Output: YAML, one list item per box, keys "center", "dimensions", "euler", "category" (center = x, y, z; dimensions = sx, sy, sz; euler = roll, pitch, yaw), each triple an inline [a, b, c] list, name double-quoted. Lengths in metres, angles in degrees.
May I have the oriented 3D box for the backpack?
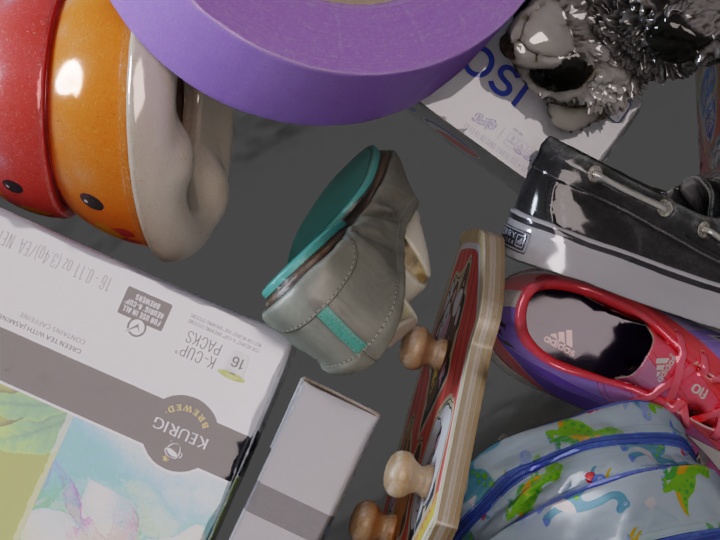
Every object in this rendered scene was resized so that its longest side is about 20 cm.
- center: [0.100, 0.138, 1.235]
  dimensions: [0.163, 0.200, 0.154]
  euler: [-12, 87, -3]
  category: "backpack"

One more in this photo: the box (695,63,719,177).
- center: [0.258, -0.097, 1.310]
  dimensions: [0.199, 0.095, 0.100]
  euler: [-2, 85, -1]
  category: "box"

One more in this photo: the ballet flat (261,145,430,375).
- center: [0.000, 0.000, 1.253]
  dimensions: [0.064, 0.200, 0.067]
  euler: [44, 107, -6]
  category: "ballet flat"

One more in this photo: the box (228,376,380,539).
- center: [-0.051, 0.147, 1.253]
  dimensions: [0.041, 0.156, 0.200]
  euler: [26, 85, 1]
  category: "box"

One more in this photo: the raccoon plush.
- center: [0.159, -0.110, 1.240]
  dimensions: [0.199, 0.134, 0.097]
  euler: [6, 70, -17]
  category: "raccoon plush"

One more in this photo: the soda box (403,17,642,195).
- center: [0.032, -0.108, 1.317]
  dimensions: [0.200, 0.068, 0.064]
  euler: [36, 87, 1]
  category: "soda box"

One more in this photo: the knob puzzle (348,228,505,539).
- center: [0.025, 0.065, 1.250]
  dimensions: [0.030, 0.220, 0.220]
  euler: [15, 86, -4]
  category: "knob puzzle"

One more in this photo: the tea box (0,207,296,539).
- center: [-0.156, 0.081, 1.265]
  dimensions: [0.200, 0.134, 0.197]
  euler: [23, 86, 0]
  category: "tea box"

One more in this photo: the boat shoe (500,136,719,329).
- center: [0.157, -0.013, 1.286]
  dimensions: [0.199, 0.074, 0.068]
  euler: [17, 97, -22]
  category: "boat shoe"

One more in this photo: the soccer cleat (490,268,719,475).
- center: [0.150, 0.054, 1.307]
  dimensions: [0.200, 0.073, 0.068]
  euler: [24, 85, -1]
  category: "soccer cleat"

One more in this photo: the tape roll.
- center: [-0.017, -0.166, 1.216]
  dimensions: [0.199, 0.066, 0.201]
  euler: [5, 71, -16]
  category: "tape roll"

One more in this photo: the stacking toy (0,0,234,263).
- center: [-0.162, -0.078, 1.289]
  dimensions: [0.199, 0.146, 0.147]
  euler: [1, 86, 11]
  category: "stacking toy"
